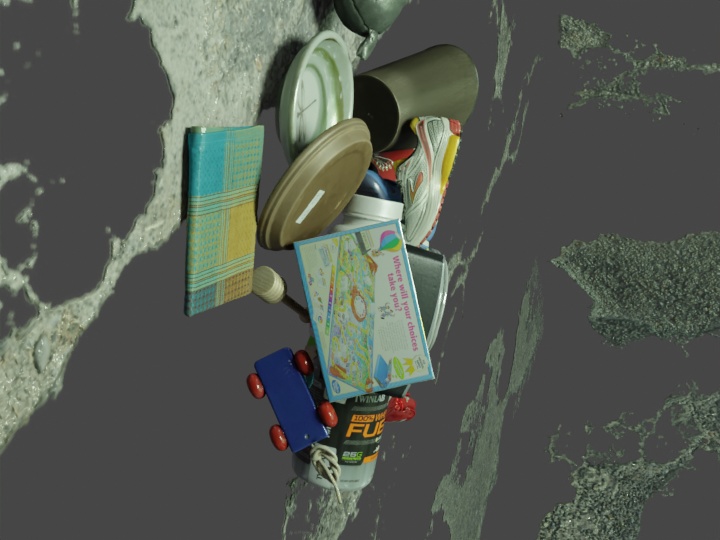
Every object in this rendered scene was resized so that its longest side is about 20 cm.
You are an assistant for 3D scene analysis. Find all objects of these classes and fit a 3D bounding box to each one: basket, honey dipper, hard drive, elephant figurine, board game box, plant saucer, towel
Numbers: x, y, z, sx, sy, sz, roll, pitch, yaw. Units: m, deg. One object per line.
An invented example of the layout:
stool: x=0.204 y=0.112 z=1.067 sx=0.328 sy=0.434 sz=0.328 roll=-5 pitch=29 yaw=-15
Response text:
basket: x=0.061 y=-0.245 z=1.333 sx=0.200 sy=0.136 sz=0.180 roll=-27 pitch=162 yaw=-51
honey dipper: x=-0.094 y=0.039 z=1.169 sx=0.200 sy=0.038 sz=0.038 roll=46 pitch=54 yaw=-68
hard drive: x=0.034 y=0.062 z=1.155 sx=0.042 sy=0.134 sz=0.201 roll=-158 pitch=-95 yaw=-70
elephant figurine: x=-0.016 y=-0.406 z=1.130 sx=0.141 sy=0.155 sz=0.200 roll=-38 pitch=143 yaw=3
board game box: x=0.004 y=0.048 z=1.099 sx=0.034 sy=0.134 sz=0.201 roll=-60 pitch=138 yaw=-89
plant saucer: x=-0.050 y=-0.099 z=1.106 sx=0.200 sy=0.029 sz=0.200 roll=-46 pitch=166 yaw=-15
towel: x=-0.152 y=-0.060 z=0.988 sx=0.147 sy=0.022 sz=0.201 roll=-22 pitch=120 yaw=-67
plant saucer: x=-0.065 y=-0.203 z=1.134 sx=0.200 sy=0.050 sz=0.201 roll=10 pitch=90 yaw=-72

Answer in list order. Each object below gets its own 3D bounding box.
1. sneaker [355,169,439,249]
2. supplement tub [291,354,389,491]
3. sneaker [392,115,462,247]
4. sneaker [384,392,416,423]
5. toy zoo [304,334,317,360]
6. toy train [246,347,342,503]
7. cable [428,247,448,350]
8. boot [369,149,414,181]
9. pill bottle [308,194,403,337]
sneaker: x=0.054 y=-0.105 z=1.329 sx=0.082 sy=0.074 sz=0.200 roll=-60 pitch=141 yaw=-8
supplement tub: x=-0.024 y=0.199 z=1.271 sx=0.122 sy=0.122 sz=0.201 roll=-20 pitch=122 yaw=-69
sneaker: x=0.080 y=-0.120 z=1.257 sx=0.078 sy=0.082 sz=0.201 roll=-75 pitch=180 yaw=-81
sneaker: x=0.045 y=0.190 z=1.396 sx=0.200 sy=0.115 sz=0.079 roll=-46 pitch=-127 yaw=57
toy zoo: x=-0.031 y=0.077 z=1.388 sx=0.131 sy=0.020 sz=0.201 roll=72 pitch=31 yaw=-51
toy train: x=-0.065 y=0.200 z=1.144 sx=0.201 sy=0.084 sz=0.116 roll=65 pitch=2 yaw=9
cable: x=0.086 y=0.056 z=1.514 sx=0.200 sy=0.069 sz=0.201 roll=-101 pitch=-153 yaw=-63
boot: x=0.030 y=-0.167 z=1.405 sx=0.145 sy=0.072 sz=0.201 roll=71 pitch=36 yaw=-50
pill bottle: x=0.000 y=0.000 z=1.218 sx=0.112 sy=0.112 sz=0.201 roll=-3 pitch=105 yaw=-71
